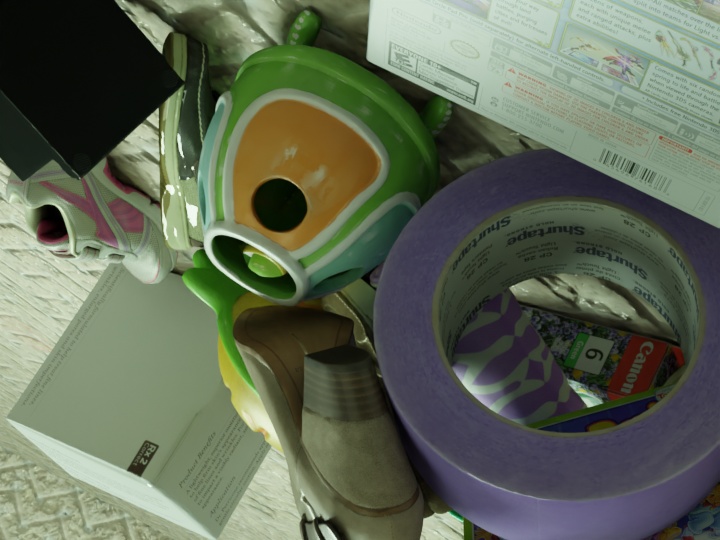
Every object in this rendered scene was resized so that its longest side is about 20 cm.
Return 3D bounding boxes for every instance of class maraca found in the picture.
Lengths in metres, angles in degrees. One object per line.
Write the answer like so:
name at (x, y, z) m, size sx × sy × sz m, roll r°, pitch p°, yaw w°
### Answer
maraca at (-0.048, 0.055, 0.937) m, size 0.200 × 0.107 × 0.137 m, roll 50°, pitch -158°, yaw 28°

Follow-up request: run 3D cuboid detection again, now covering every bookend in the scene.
bookend at (-0.238, -0.145, 0.840) m, size 0.200 × 0.092 × 0.199 m, roll 49°, pitch 156°, yaw -13°

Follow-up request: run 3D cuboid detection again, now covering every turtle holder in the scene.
turtle holder at (-0.040, -0.051, 0.791) m, size 0.141 × 0.132 × 0.185 m, roll 39°, pitch 157°, yaw -23°

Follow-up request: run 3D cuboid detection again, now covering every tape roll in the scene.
tape roll at (0.110, 0.040, 0.705) m, size 0.199 × 0.200 × 0.085 m, roll 23°, pitch 157°, yaw 19°

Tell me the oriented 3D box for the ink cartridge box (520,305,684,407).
ink cartridge box at (0.186, 0.089, 0.920) m, size 0.200 × 0.050 × 0.109 m, roll 15°, pitch 153°, yaw 36°

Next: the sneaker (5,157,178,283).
sneaker at (-0.233, -0.043, 1.123) m, size 0.081 × 0.088 × 0.200 m, roll 11°, pitch 152°, yaw 40°

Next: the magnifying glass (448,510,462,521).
magnifying glass at (0.059, 0.150, 1.181) m, size 0.022 × 0.080 × 0.200 m, roll -8°, pitch -145°, yaw -47°

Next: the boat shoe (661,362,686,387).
boat shoe at (0.222, 0.124, 0.852) m, size 0.072 × 0.065 × 0.200 m, roll 1°, pitch 141°, yaw -4°

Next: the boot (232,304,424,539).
boot at (-0.021, 0.106, 0.747) m, size 0.200 × 0.070 × 0.147 m, roll -150°, pitch 51°, yaw -70°

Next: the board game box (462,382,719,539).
board game box at (0.157, 0.131, 0.742) m, size 0.199 × 0.135 × 0.045 m, roll -18°, pitch 123°, yaw 14°

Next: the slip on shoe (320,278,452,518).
slip on shoe at (0.014, 0.073, 0.810) m, size 0.200 × 0.060 × 0.076 m, roll 51°, pitch 172°, yaw 43°

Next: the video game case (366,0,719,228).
video game case at (0.101, -0.115, 0.584) m, size 0.200 × 0.046 × 0.181 m, roll 27°, pitch 160°, yaw 9°

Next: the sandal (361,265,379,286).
sandal at (0.000, 0.000, 0.975) m, size 0.082 × 0.055 × 0.200 m, roll 47°, pitch 168°, yaw -24°

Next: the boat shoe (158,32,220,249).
boat shoe at (-0.103, -0.084, 0.903) m, size 0.066 × 0.072 × 0.201 m, roll 2°, pitch 145°, yaw -6°

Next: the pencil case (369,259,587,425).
pencil case at (0.090, 0.057, 0.848) m, size 0.200 × 0.085 × 0.084 m, roll 56°, pitch 148°, yaw -13°

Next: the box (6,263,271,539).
box at (-0.186, 0.117, 1.265) m, size 0.199 × 0.199 × 0.131 m, roll 17°, pitch 154°, yaw 33°
